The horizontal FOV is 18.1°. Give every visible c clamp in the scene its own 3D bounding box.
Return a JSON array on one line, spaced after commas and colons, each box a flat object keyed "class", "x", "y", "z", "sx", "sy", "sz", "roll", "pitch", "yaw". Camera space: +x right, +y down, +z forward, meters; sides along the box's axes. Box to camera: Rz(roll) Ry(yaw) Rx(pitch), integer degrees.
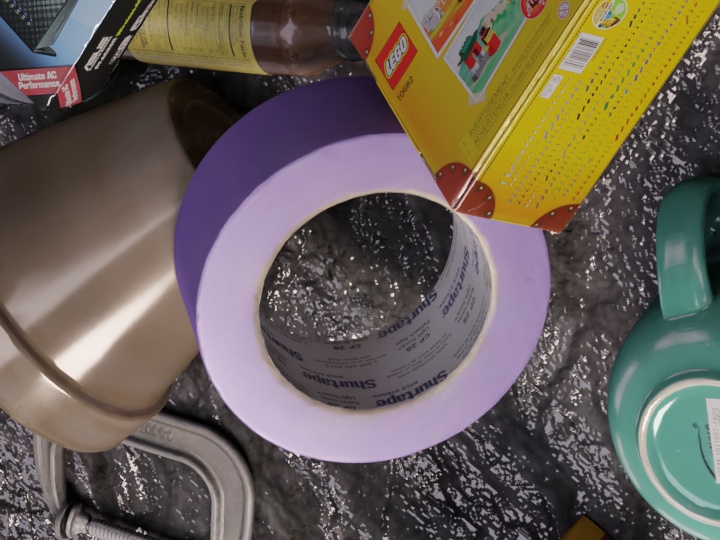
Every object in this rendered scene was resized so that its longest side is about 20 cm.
[{"class": "c clamp", "x": -0.141, "y": 0.168, "z": 1.520, "sx": 0.199, "sy": 0.027, "sz": 0.172, "roll": 21, "pitch": 122, "yaw": 20}]

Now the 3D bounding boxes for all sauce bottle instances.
[{"class": "sauce bottle", "x": -0.054, "y": -0.144, "z": 1.297, "sx": 0.199, "sy": 0.065, "sz": 0.065, "roll": 8, "pitch": 117, "yaw": 25}]

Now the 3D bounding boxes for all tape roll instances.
[{"class": "tape roll", "x": 0.000, "y": 0.000, "z": 1.253, "sx": 0.199, "sy": 0.085, "sz": 0.201, "roll": -6, "pitch": 118, "yaw": -11}]

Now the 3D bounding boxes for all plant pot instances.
[{"class": "plant pot", "x": -0.140, "y": -0.019, "z": 1.347, "sx": 0.173, "sy": 0.200, "sz": 0.200, "roll": -34, "pitch": 94, "yaw": 20}]

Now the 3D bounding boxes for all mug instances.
[{"class": "mug", "x": 0.198, "y": 0.063, "z": 1.214, "sx": 0.185, "sy": 0.114, "sz": 0.152, "roll": 41, "pitch": 127, "yaw": 7}]

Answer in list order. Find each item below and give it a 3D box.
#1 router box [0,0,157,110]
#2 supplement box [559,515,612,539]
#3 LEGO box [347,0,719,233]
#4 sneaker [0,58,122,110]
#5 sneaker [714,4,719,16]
[{"class": "router box", "x": -0.179, "y": -0.202, "z": 1.142, "sx": 0.200, "sy": 0.062, "sz": 0.150, "roll": 41, "pitch": 119, "yaw": 7}, {"class": "supplement box", "x": 0.132, "y": 0.300, "z": 1.356, "sx": 0.197, "sy": 0.133, "sz": 0.200, "roll": 41, "pitch": 127, "yaw": 8}, {"class": "LEGO box", "x": 0.094, "y": -0.144, "z": 1.139, "sx": 0.200, "sy": 0.077, "sz": 0.149, "roll": -57, "pitch": 42, "yaw": 29}, {"class": "sneaker", "x": -0.238, "y": -0.184, "z": 1.344, "sx": 0.139, "sy": 0.078, "sz": 0.201, "roll": -9, "pitch": 108, "yaw": 33}, {"class": "sneaker", "x": 0.233, "y": -0.130, "z": 1.127, "sx": 0.200, "sy": 0.071, "sz": 0.098, "roll": 9, "pitch": 115, "yaw": 26}]
